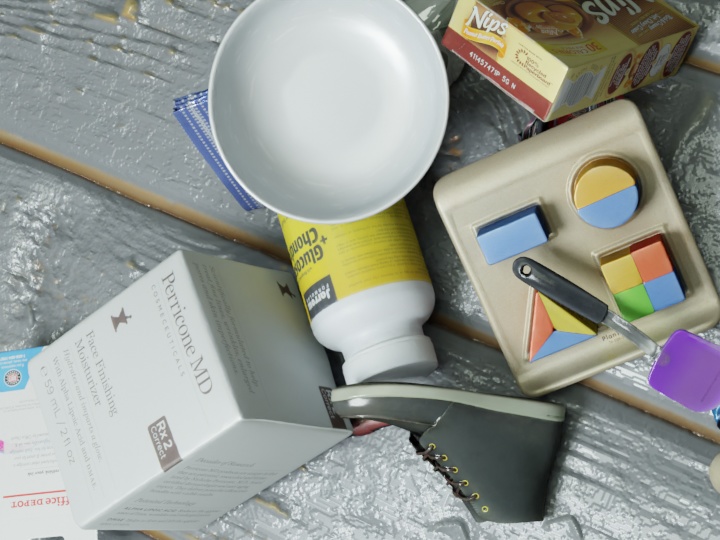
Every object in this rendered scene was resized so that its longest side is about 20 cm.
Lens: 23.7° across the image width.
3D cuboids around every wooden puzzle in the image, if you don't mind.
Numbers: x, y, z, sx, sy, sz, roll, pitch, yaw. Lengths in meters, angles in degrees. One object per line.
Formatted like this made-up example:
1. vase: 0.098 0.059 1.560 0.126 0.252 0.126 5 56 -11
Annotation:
1. wooden puzzle: 0.176 -0.014 1.401 0.184 0.046 0.201 -23 96 15

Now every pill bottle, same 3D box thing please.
1. pill bottle: 0.000 0.000 1.483 0.111 0.112 0.202 -24 72 19

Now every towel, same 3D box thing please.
1. towel: -0.050 -0.132 1.524 0.199 0.145 0.024 -18 41 21

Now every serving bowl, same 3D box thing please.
1. serving bowl: -0.025 -0.141 1.421 0.198 0.066 0.202 0 94 2

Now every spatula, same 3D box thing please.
1. spatula: 0.206 0.045 1.366 0.199 0.021 0.057 32 105 14

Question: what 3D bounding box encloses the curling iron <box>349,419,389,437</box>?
1. curling iron: -0.008 0.131 1.503 0.199 0.049 0.026 -13 73 29

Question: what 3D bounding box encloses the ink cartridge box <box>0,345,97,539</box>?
1. ink cartridge box: -0.277 0.173 1.604 0.114 0.068 0.202 -8 77 23

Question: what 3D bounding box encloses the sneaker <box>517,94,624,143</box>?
1. sneaker: 0.151 -0.081 1.450 0.080 0.075 0.201 24 93 25

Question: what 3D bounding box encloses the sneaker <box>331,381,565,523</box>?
1. sneaker: 0.069 0.150 1.407 0.198 0.075 0.107 8 87 -10

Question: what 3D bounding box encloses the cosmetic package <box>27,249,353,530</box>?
1. cosmetic package: -0.147 0.109 1.483 0.199 0.164 0.166 -35 65 26

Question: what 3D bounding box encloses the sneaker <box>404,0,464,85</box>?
1. sneaker: 0.067 -0.227 1.524 0.199 0.078 0.100 -35 46 21

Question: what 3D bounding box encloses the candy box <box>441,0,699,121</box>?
1. candy box: 0.173 -0.192 1.391 0.115 0.199 0.056 41 128 24

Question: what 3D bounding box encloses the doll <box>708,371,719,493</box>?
1. doll: 0.339 0.093 1.349 0.136 0.048 0.201 35 96 26
